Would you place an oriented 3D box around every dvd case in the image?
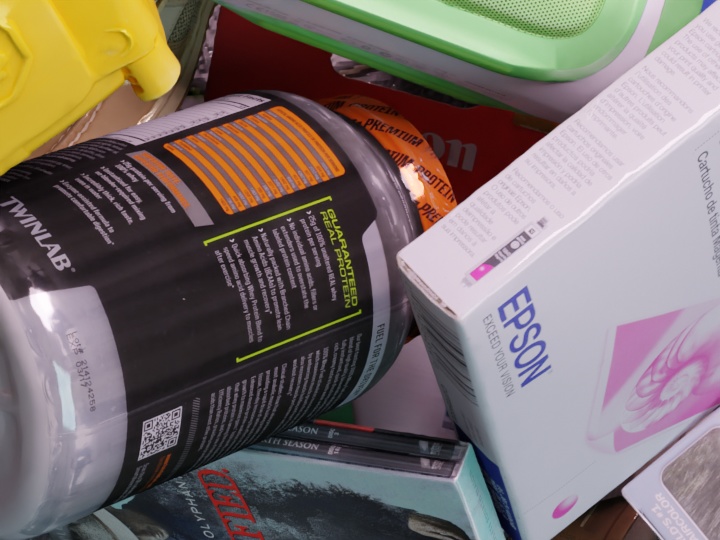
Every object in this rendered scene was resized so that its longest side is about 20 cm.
[{"bbox_3d":[-0.038,0.099,1.109,0.146,0.200,0.022,70,35,-51],"label":"dvd case"}]

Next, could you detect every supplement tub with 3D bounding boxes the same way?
[{"bbox_3d":[-0.066,0.008,1.002,0.200,0.122,0.123,-20,128,-38],"label":"supplement tub"}]

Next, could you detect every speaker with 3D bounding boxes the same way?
[{"bbox_3d":[0.017,-0.115,0.997,0.200,0.088,0.089,19,105,-12],"label":"speaker"}]

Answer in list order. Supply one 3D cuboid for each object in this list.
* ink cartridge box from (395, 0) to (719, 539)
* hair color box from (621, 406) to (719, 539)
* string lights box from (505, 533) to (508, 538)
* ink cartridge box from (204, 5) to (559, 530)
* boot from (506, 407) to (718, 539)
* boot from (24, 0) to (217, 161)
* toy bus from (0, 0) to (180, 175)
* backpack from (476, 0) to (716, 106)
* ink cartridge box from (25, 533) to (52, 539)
[{"bbox_3d":[0.114,-0.006,1.028,0.200,0.043,0.196,-37,150,-9],"label":"ink cartridge box"},{"bbox_3d":[0.171,0.120,1.175,0.061,0.099,0.200,-40,165,4],"label":"hair color box"},{"bbox_3d":[0.130,0.105,1.412,0.200,0.059,0.103,0,113,-40],"label":"string lights box"},{"bbox_3d":[0.000,0.000,1.111,0.050,0.161,0.200,-62,165,-61],"label":"ink cartridge box"},{"bbox_3d":[0.120,0.121,1.315,0.146,0.070,0.200,-16,130,-55],"label":"boot"},{"bbox_3d":[-0.111,-0.131,1.036,0.200,0.073,0.155,-57,138,-14],"label":"boot"},{"bbox_3d":[-0.129,-0.127,0.911,0.192,0.200,0.136,-29,133,4],"label":"toy bus"},{"bbox_3d":[0.122,-0.122,1.161,0.162,0.200,0.168,-27,130,-26],"label":"backpack"},{"bbox_3d":[-0.131,0.040,1.163,0.200,0.041,0.200,3,114,-41],"label":"ink cartridge box"}]
